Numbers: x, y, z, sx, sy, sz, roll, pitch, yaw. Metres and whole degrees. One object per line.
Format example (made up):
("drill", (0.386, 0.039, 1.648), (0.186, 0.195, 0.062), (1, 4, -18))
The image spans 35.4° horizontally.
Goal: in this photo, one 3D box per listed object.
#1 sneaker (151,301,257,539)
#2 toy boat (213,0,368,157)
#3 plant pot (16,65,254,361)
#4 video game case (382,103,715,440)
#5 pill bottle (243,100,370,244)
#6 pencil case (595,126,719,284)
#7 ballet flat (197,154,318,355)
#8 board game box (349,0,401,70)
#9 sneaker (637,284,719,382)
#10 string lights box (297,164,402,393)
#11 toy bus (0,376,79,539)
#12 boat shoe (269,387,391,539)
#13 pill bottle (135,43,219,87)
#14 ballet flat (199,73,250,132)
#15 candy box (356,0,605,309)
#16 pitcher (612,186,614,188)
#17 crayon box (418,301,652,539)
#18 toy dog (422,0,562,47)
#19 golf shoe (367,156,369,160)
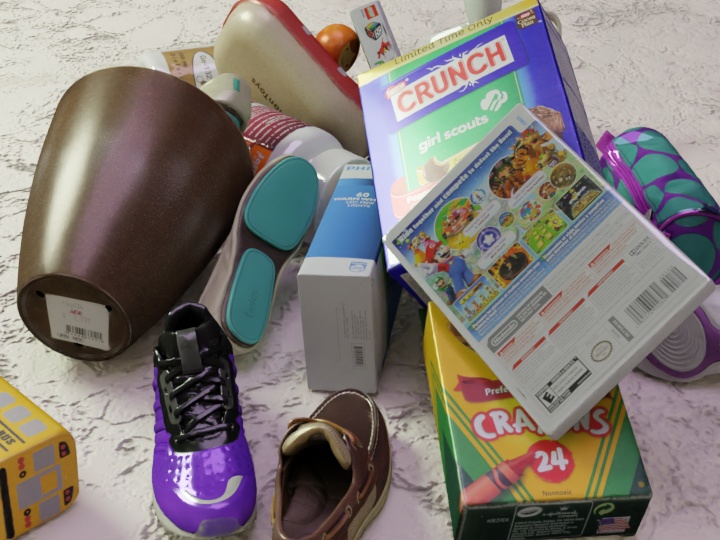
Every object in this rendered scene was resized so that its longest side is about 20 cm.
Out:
("sneaker", (-0.113, 0.091, 0.765), (0.068, 0.101, 0.201), (-7, 30, -11))
("toy boat", (-0.046, -0.204, 1.154), (0.200, 0.130, 0.131), (48, 61, -4))
("plant pot", (-0.199, -0.030, 0.924), (0.183, 0.189, 0.202), (6, 44, 8))
("video game case", (0.120, -0.006, 0.769), (0.143, 0.018, 0.201), (-44, 56, 5))
("pill bottle", (-0.080, -0.093, 1.079), (0.198, 0.111, 0.109), (26, 38, 37))
("pencil case", (0.286, -0.063, 1.071), (0.091, 0.086, 0.201), (25, 24, -17))
("ballet flat", (-0.092, -0.013, 0.943), (0.068, 0.070, 0.202), (10, 52, 15))
("board game box", (0.034, -0.201, 1.181), (0.034, 0.128, 0.200), (-21, 1, 5))
("sneaker", (0.290, 0.049, 0.914), (0.196, 0.076, 0.100), (9, 12, 12))
("string lights box", (0.000, 0.000, 0.927), (0.058, 0.104, 0.201), (2, 29, 9))
("toy bus", (-0.281, 0.103, 0.771), (0.198, 0.066, 0.078), (27, 38, 37))
("boat shoe", (-0.021, 0.129, 0.733), (0.071, 0.073, 0.201), (9, 31, 12))
("pill bottle", (-0.141, -0.194, 1.247), (0.197, 0.116, 0.114), (-12, 32, -22))
("ballet flat", (-0.167, -0.114, 1.039), (0.199, 0.070, 0.070), (-33, 8, 36))
("candy box", (0.095, -0.095, 0.889), (0.167, 0.077, 0.203), (-22, 52, 19))
("pitcher", (0.155, -0.063, 0.998), (0.121, 0.172, 0.200), (-43, 47, 1))
("crayon box", (0.112, 0.086, 0.782), (0.124, 0.051, 0.202), (-2, 47, -7))
("toy dog", (0.128, -0.216, 1.257), (0.130, 0.203, 0.096), (20, 7, -17))
("golf shoe", (0.108, -0.101, 1.139), (0.197, 0.079, 0.095), (14, 31, 19))
